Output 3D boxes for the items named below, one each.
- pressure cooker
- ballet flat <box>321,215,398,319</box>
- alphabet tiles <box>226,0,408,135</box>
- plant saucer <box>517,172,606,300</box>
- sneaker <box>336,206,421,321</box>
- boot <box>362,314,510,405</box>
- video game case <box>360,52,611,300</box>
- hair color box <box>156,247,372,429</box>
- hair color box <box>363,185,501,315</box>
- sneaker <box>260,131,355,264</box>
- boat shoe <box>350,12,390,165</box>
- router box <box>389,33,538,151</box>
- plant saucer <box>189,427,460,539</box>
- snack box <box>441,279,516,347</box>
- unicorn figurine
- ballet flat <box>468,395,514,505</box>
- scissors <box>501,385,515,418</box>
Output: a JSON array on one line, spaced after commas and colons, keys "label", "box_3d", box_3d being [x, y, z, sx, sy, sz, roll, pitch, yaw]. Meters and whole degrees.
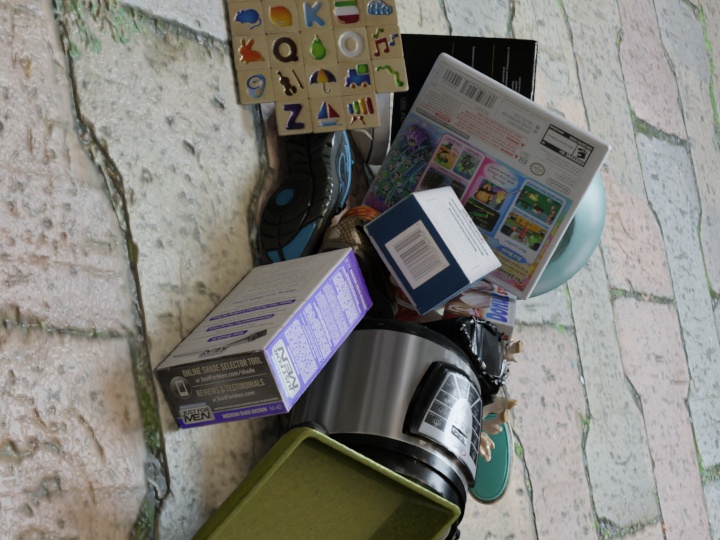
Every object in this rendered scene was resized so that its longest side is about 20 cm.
[{"label": "pressure cooker", "box_3d": [0.017, 0.169, 1.458, 0.179, 0.175, 0.201, 97, 5, -52]}, {"label": "ballet flat", "box_3d": [0.000, 0.000, 1.554, 0.200, 0.067, 0.047, 67, 32, -64]}, {"label": "alphabet tiles", "box_3d": [-0.043, -0.231, 1.563, 0.006, 0.165, 0.201, 137, -54, -75]}, {"label": "plant saucer", "box_3d": [0.176, -0.054, 1.765, 0.202, 0.200, 0.039, 64, 1, -23]}, {"label": "sneaker", "box_3d": [0.016, -0.018, 1.642, 0.200, 0.072, 0.078, 61, 25, -60]}, {"label": "boot", "box_3d": [0.039, 0.071, 1.547, 0.198, 0.162, 0.074, 43, 49, -45]}, {"label": "video game case", "box_3d": [0.127, -0.096, 1.662, 0.183, 0.199, 0.024, -62, 176, 13]}, {"label": "hair color box", "box_3d": [-0.078, 0.056, 1.396, 0.200, 0.109, 0.065, -47, 121, -57]}, {"label": "hair color box", "box_3d": [0.072, -0.022, 1.548, 0.100, 0.060, 0.200, 58, 14, 3]}, {"label": "sneaker", "box_3d": [-0.039, -0.071, 1.562, 0.082, 0.073, 0.201, 57, 36, -42]}, {"label": "boat shoe", "box_3d": [-0.012, -0.183, 1.665, 0.202, 0.085, 0.075, 88, 3, -55]}, {"label": "router box", "box_3d": [0.106, -0.145, 1.700, 0.051, 0.148, 0.201, -35, 130, -80]}, {"label": "plant saucer", "box_3d": [-0.050, 0.219, 1.315, 0.199, 0.200, 0.048, 33, 13, -41]}, {"label": "snack box", "box_3d": [0.124, 0.036, 1.675, 0.200, 0.071, 0.024, -63, 166, -76]}, {"label": "unicorn figurine", "box_3d": [0.102, 0.092, 1.721, 0.074, 0.137, 0.201, 43, 56, -61]}, {"label": "ballet flat", "box_3d": [0.130, 0.159, 1.796, 0.069, 0.069, 0.201, 7, 71, -61]}, {"label": "scissors", "box_3d": [0.151, 0.104, 1.819, 0.200, 0.014, 0.074, -96, 176, -76]}]
